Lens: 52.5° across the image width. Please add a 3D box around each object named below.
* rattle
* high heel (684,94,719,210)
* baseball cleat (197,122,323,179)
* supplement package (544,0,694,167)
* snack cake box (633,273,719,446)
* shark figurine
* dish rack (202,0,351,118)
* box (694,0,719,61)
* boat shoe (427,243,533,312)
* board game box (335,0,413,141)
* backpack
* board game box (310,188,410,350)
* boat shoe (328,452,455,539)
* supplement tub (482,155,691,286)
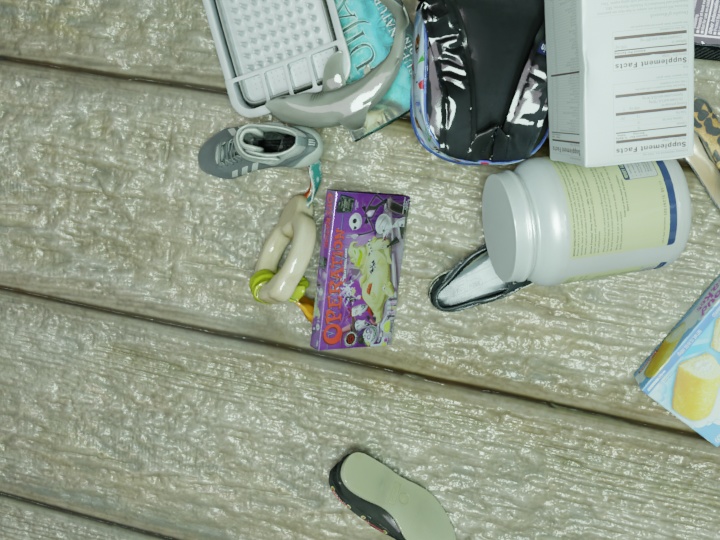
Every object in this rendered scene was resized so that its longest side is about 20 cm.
[{"bbox_3d":[-0.054,-0.035,0.969,0.142,0.130,0.202,23,72,-10],"label":"rattle"},{"bbox_3d":[0.378,-0.129,0.854,0.197,0.071,0.145,5,94,2],"label":"high heel"},{"bbox_3d":[-0.147,-0.160,0.923,0.198,0.106,0.071,-5,87,29],"label":"baseball cleat"},{"bbox_3d":[0.252,-0.211,0.720,0.108,0.114,0.203,-6,103,-2],"label":"supplement package"},{"bbox_3d":[0.444,0.095,0.881,0.115,0.067,0.201,36,104,5],"label":"snack cake box"},{"bbox_3d":[0.004,-0.209,0.846,0.214,0.090,0.128,-36,129,29],"label":"shark figurine"},{"bbox_3d":[-0.103,-0.308,0.917,0.170,0.044,0.202,-14,97,20],"label":"dish rack"},{"bbox_3d":[0.359,-0.344,0.800,0.196,0.123,0.203,10,102,10],"label":"box"},{"bbox_3d":[0.174,-0.001,0.921,0.197,0.066,0.075,-21,93,14],"label":"boat shoe"},{"bbox_3d":[0.006,-0.286,0.931,0.134,0.028,0.202,-27,92,14],"label":"board game box"},{"bbox_3d":[0.137,-0.217,0.841,0.197,0.154,0.193,5,91,-4],"label":"backpack"},{"bbox_3d":[0.000,0.000,0.940,0.119,0.032,0.203,0,102,-31],"label":"board game box"},{"bbox_3d":[0.045,0.325,1.005,0.201,0.074,0.063,38,143,-7],"label":"boat shoe"},{"bbox_3d":[0.251,-0.062,0.832,0.197,0.145,0.147,-8,98,-6],"label":"supplement tub"}]
